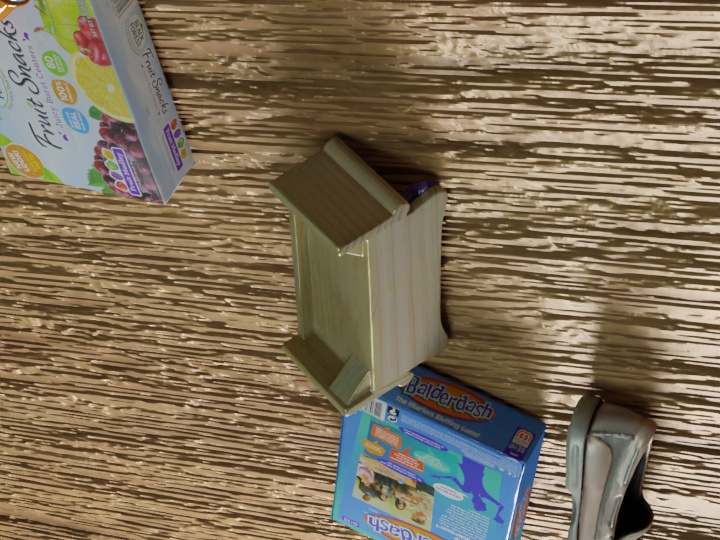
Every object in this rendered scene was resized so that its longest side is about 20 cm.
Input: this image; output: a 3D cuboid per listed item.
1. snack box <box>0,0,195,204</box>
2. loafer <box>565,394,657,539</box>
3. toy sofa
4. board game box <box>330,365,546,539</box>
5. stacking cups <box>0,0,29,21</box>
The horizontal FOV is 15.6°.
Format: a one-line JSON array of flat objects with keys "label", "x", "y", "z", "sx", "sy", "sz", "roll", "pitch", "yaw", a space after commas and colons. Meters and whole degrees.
[{"label": "snack box", "x": -0.212, "y": -0.145, "z": 1.867, "sx": 0.142, "sy": 0.053, "sz": 0.200, "roll": 13, "pitch": 140, "yaw": 29}, {"label": "loafer", "x": 0.188, "y": 0.175, "z": 1.927, "sx": 0.063, "sy": 0.072, "sz": 0.200, "roll": 11, "pitch": 138, "yaw": 19}, {"label": "toy sofa", "x": 0.000, "y": 0.000, "z": 1.865, "sx": 0.083, "sy": 0.097, "sz": 0.200, "roll": 44, "pitch": 154, "yaw": 31}, {"label": "board game box", "x": 0.057, "y": 0.157, "z": 2.029, "sx": 0.152, "sy": 0.045, "sz": 0.200, "roll": 24, "pitch": 145, "yaw": 12}, {"label": "stacking cups", "x": -0.228, "y": -0.206, "z": 1.739, "sx": 0.060, "sy": 0.061, "sz": 0.200, "roll": 43, "pitch": 124, "yaw": -14}]
